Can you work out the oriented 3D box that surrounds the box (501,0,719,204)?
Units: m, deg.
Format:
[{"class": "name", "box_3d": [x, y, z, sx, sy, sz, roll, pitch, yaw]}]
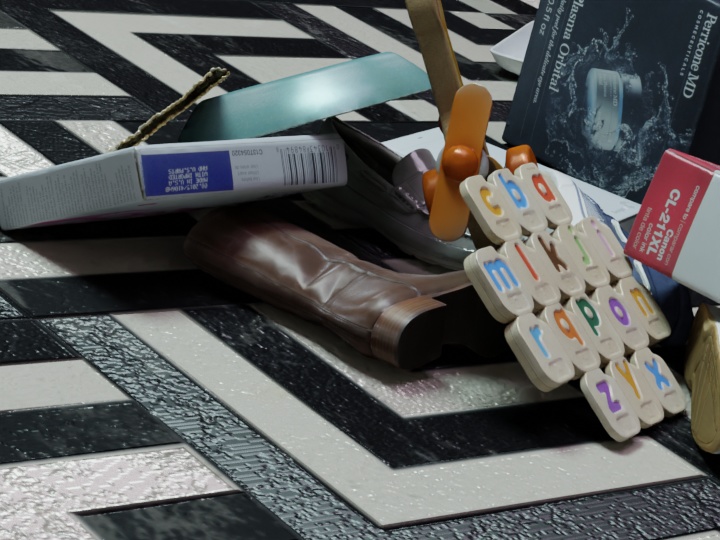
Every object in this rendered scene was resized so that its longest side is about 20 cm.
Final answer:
[{"class": "box", "box_3d": [0.251, -0.170, 1.939, 0.200, 0.198, 0.117, 30, 25, 37]}]

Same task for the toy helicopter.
[{"class": "toy helicopter", "box_3d": [0.062, -0.103, 1.503, 0.078, 0.201, 0.132, -14, 17, 12]}]

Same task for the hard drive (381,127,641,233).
[{"class": "hard drive", "box_3d": [0.123, -0.066, 1.817, 0.199, 0.026, 0.132, 23, 21, 24]}]

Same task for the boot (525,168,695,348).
[{"class": "boot", "box_3d": [0.180, -0.005, 1.645, 0.090, 0.073, 0.200, 17, 26, -17]}]

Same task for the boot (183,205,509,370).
[{"class": "boot", "box_3d": [0.000, 0.000, 1.508, 0.199, 0.065, 0.186, 22, 18, 33]}]

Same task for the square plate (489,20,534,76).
[{"class": "square plate", "box_3d": [0.244, -0.202, 2.275, 0.197, 0.029, 0.200, 19, 20, 13]}]

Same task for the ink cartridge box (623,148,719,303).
[{"class": "ink cartridge box", "box_3d": [0.303, 0.000, 1.517, 0.145, 0.083, 0.200, 14, 13, -48]}]

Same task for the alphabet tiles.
[{"class": "alphabet tiles", "box_3d": [0.138, 0.019, 1.458, 0.196, 0.015, 0.200, 59, 30, 9]}]

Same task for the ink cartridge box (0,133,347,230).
[{"class": "ink cartridge box", "box_3d": [-0.145, -0.057, 1.525, 0.199, 0.044, 0.196, -10, -1, 43]}]

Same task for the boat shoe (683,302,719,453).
[{"class": "boat shoe", "box_3d": [0.256, 0.071, 1.471, 0.069, 0.071, 0.200, 13, 18, 2]}]

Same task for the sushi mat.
[{"class": "sushi mat", "box_3d": [-0.140, -0.108, 1.576, 0.012, 0.096, 0.200, 52, -6, -6]}]

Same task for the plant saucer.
[{"class": "plant saucer", "box_3d": [-0.043, -0.123, 1.605, 0.199, 0.036, 0.200, -15, 5, 1]}]

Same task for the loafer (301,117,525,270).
[{"class": "loafer", "box_3d": [0.040, -0.055, 1.659, 0.199, 0.070, 0.070, 25, 22, 27]}]
